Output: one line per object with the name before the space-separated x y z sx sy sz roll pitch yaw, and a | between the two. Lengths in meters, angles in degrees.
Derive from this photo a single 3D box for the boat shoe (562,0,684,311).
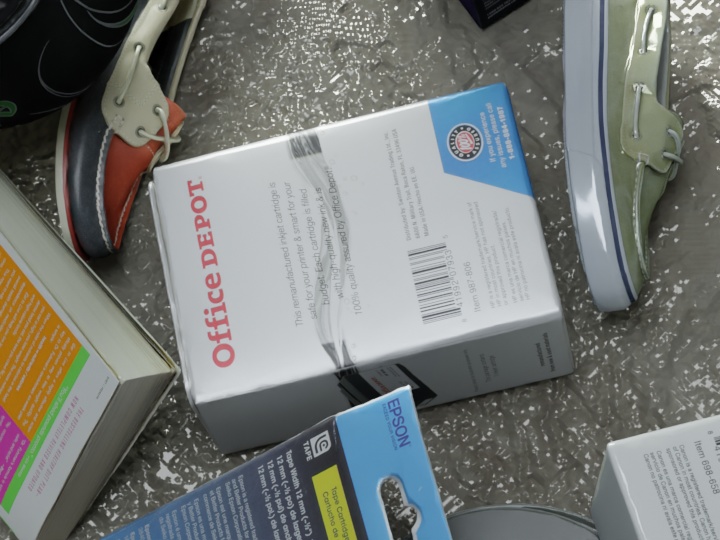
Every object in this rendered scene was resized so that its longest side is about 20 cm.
boat shoe | 0.143 -0.073 1.532 0.062 0.072 0.200 -6 62 10

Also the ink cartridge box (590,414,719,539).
ink cartridge box | 0.232 0.139 1.392 0.200 0.084 0.144 -13 64 -9

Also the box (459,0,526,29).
box | 0.034 -0.256 1.596 0.079 0.141 0.200 -32 64 -6

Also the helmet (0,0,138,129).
helmet | -0.206 -0.174 1.516 0.200 0.191 0.200 0 89 9

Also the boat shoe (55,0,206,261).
boat shoe | -0.128 -0.096 1.595 0.063 0.071 0.200 4 62 9

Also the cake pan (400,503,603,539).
cake pan | 0.073 0.207 1.436 0.200 0.037 0.200 -4 66 8

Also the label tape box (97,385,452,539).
label tape box | -0.031 0.166 1.420 0.200 0.066 0.143 -28 57 17

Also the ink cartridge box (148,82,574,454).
ink cartridge box | 0.000 0.000 1.517 0.200 0.084 0.145 -13 64 3

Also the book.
book | -0.200 0.036 1.525 0.200 0.048 0.134 47 121 24
